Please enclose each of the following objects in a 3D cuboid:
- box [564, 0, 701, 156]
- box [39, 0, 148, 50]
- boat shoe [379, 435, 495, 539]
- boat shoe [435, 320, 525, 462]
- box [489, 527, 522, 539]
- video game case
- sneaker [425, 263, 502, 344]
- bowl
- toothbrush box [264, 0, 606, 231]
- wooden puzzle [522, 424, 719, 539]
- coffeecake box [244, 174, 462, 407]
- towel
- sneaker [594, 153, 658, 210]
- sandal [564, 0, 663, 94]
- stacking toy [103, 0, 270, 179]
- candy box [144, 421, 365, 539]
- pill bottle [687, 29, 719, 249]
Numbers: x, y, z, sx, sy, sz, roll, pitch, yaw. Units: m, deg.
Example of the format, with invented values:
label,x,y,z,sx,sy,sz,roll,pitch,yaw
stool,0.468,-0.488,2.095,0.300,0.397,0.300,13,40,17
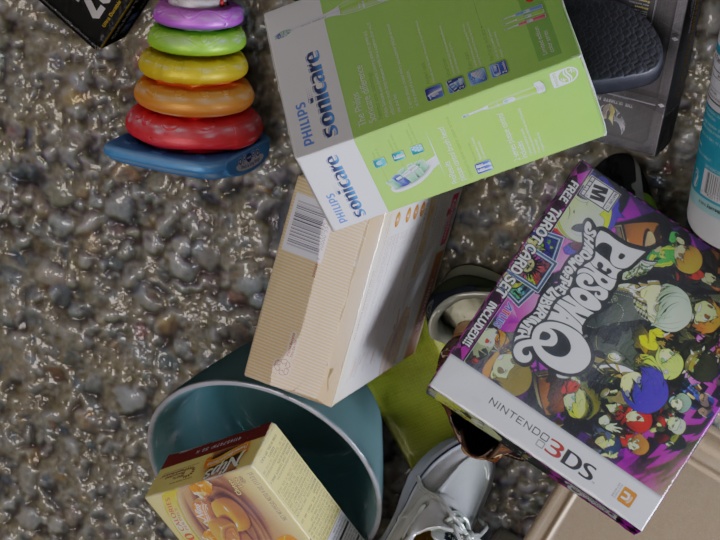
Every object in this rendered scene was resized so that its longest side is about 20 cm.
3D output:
label,x,y,z,sx,sy,sz,roll,pitch,yaw
box,0.143,-0.185,1.459,0.199,0.048,0.159,16,116,17
box,-0.207,-0.299,1.571,0.160,0.049,0.200,41,119,3
boat shoe,0.059,0.208,1.542,0.086,0.202,0.075,-3,129,52
boat shoe,0.094,0.108,1.514,0.070,0.200,0.071,11,69,23
box,0.101,0.333,1.625,0.109,0.128,0.200,30,118,11
video game case,0.174,0.053,1.410,0.181,0.036,0.200,35,80,5
sneaker,0.141,0.053,1.524,0.199,0.090,0.067,16,113,17
bowl,-0.061,0.134,1.619,0.200,0.105,0.201,13,131,15
toothbrush box,0.048,-0.134,1.355,0.199,0.146,0.086,-19,140,6
wooden puzzle,0.231,0.212,1.541,0.185,0.037,0.200,31,86,11
coffeecake box,0.000,0.000,1.490,0.073,0.200,0.154,19,104,15
towel,0.033,0.074,1.622,0.086,0.018,0.200,-25,98,30
sneaker,0.214,0.013,1.489,0.072,0.083,0.201,-23,70,53
sandal,0.120,-0.150,1.424,0.199,0.076,0.043,0,148,23
stacking toy,-0.127,-0.178,1.547,0.109,0.116,0.201,11,110,21
candy box,-0.064,0.220,1.583,0.115,0.055,0.200,-19,119,35
pill bottle,0.295,-0.114,1.383,0.110,0.111,0.201,15,115,18
